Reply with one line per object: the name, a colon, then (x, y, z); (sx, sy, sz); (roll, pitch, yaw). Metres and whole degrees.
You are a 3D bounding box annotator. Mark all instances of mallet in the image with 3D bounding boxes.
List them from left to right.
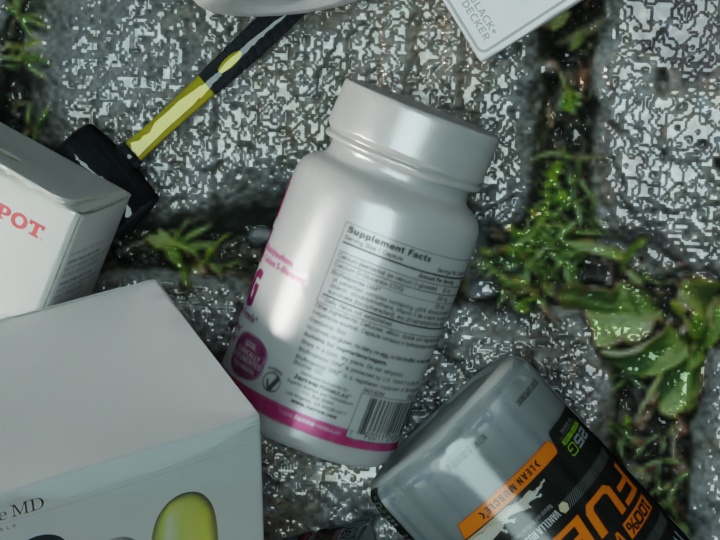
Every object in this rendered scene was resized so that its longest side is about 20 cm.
mallet: (-0.091, -0.097, 1.105); (0.200, 0.041, 0.066); (-35, 90, 5)

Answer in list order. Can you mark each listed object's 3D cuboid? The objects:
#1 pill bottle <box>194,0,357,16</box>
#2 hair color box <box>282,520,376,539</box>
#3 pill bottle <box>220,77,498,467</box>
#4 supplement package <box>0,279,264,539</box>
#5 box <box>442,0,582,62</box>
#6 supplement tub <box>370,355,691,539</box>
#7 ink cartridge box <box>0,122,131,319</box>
pill bottle: (-0.050, -0.250, 1.038); (0.110, 0.111, 0.201); (-6, 88, 7)
hair color box: (-0.003, 0.260, 1.100); (0.060, 0.099, 0.201); (-13, 94, 8)
pill bottle: (0.000, 0.000, 1.064); (0.113, 0.113, 0.201); (22, 97, 3)
supplement package: (-0.164, 0.145, 1.011); (0.190, 0.147, 0.201); (-16, 126, -23)
box: (0.124, -0.218, 1.055); (0.200, 0.060, 0.117); (-33, 92, 9)
supplement tub: (0.111, 0.158, 1.066); (0.123, 0.123, 0.200); (-43, 91, 9)
ink cartridge box: (-0.240, 0.014, 1.085); (0.145, 0.083, 0.201); (28, 107, 11)
